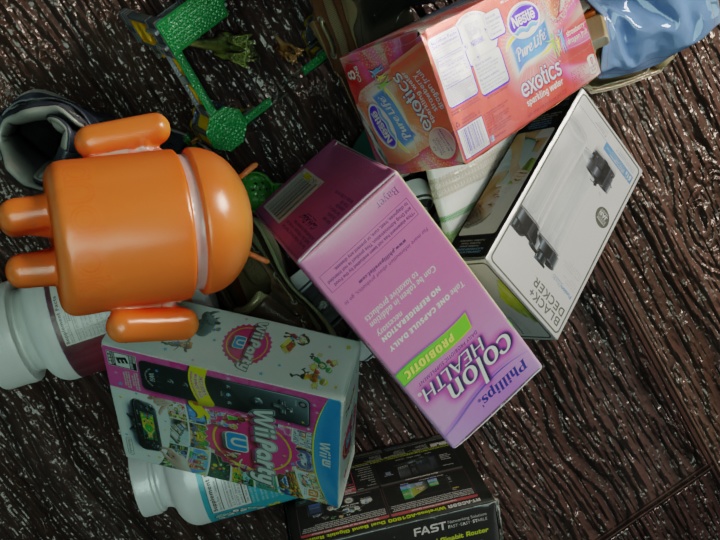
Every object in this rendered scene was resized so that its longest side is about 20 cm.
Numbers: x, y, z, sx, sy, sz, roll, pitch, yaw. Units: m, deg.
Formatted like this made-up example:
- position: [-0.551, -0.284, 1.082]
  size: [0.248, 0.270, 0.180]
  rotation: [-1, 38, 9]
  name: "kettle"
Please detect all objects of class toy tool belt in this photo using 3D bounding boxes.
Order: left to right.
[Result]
- position: [0.266, -0.238, 0.836]
  size: [0.197, 0.123, 0.127]
  rotation: [-23, 107, -3]
  name: "toy tool belt"

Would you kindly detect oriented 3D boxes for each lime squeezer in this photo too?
- position: [-0.111, -0.061, 0.817]
  size: [0.196, 0.071, 0.038]
  rotation: [-9, 118, -19]
  name: "lime squeezer"

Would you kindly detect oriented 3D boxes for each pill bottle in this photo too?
- position: [-0.232, 0.032, 0.829]
  size: [0.197, 0.110, 0.111]
  rotation: [-18, 106, -4]
  name: "pill bottle"
- position: [-0.116, 0.174, 0.883]
  size: [0.196, 0.111, 0.113]
  rotation: [-14, 106, -5]
  name: "pill bottle"

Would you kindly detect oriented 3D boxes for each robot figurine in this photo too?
- position: [-0.167, -0.029, 0.700]
  size: [0.196, 0.145, 0.118]
  rotation: [-9, 142, -21]
  name: "robot figurine"

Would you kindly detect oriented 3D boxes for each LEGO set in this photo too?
- position: [-0.110, -0.209, 0.805]
  size: [0.200, 0.115, 0.154]
  rotation: [-47, 126, -9]
  name: "LEGO set"

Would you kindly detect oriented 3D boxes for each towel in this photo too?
- position: [0.130, -0.069, 0.867]
  size: [0.148, 0.030, 0.203]
  rotation: [-30, 109, -35]
  name: "towel"

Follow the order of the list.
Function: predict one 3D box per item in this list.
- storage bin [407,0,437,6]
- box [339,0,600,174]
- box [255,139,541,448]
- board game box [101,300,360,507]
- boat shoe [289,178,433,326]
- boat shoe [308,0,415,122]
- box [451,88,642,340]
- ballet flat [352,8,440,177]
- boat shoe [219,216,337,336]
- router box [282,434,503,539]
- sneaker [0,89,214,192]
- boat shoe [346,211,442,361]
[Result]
- position: [0.083, -0.288, 0.753]
  size: [0.134, 0.200, 0.095]
  rotation: [-27, 107, -2]
  name: "storage bin"
- position: [0.092, -0.163, 0.736]
  size: [0.199, 0.094, 0.104]
  rotation: [-36, 112, -37]
  name: "box"
- position: [0.024, 0.012, 0.747]
  size: [0.096, 0.176, 0.201]
  rotation: [-41, 112, -2]
  name: "box"
- position: [-0.102, 0.108, 0.766]
  size: [0.196, 0.065, 0.149]
  rotation: [11, 134, 8]
  name: "board game box"
- position: [0.000, 0.000, 0.867]
  size: [0.199, 0.072, 0.068]
  rotation: [-40, 65, 5]
  name: "boat shoe"
- position: [-0.003, -0.205, 0.759]
  size: [0.076, 0.073, 0.202]
  rotation: [-48, 148, -27]
  name: "boat shoe"
- position: [0.170, -0.050, 0.847]
  size: [0.117, 0.060, 0.201]
  rotation: [45, 65, -26]
  name: "box"
- position: [0.053, -0.142, 0.861]
  size: [0.069, 0.069, 0.202]
  rotation: [28, 97, -15]
  name: "ballet flat"
- position: [-0.085, 0.040, 0.824]
  size: [0.075, 0.075, 0.204]
  rotation: [-41, 70, 19]
  name: "boat shoe"
- position: [0.024, 0.234, 0.900]
  size: [0.196, 0.150, 0.063]
  rotation: [-12, 107, -6]
  name: "router box"
- position: [-0.209, -0.092, 0.785]
  size: [0.199, 0.146, 0.078]
  rotation: [17, 99, -14]
  name: "sneaker"
- position: [0.066, 0.016, 0.892]
  size: [0.066, 0.074, 0.201]
  rotation: [36, 95, -15]
  name: "boat shoe"
